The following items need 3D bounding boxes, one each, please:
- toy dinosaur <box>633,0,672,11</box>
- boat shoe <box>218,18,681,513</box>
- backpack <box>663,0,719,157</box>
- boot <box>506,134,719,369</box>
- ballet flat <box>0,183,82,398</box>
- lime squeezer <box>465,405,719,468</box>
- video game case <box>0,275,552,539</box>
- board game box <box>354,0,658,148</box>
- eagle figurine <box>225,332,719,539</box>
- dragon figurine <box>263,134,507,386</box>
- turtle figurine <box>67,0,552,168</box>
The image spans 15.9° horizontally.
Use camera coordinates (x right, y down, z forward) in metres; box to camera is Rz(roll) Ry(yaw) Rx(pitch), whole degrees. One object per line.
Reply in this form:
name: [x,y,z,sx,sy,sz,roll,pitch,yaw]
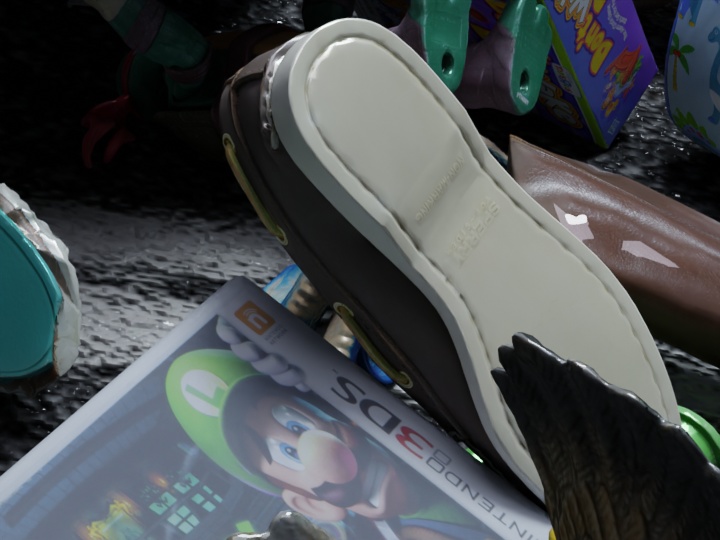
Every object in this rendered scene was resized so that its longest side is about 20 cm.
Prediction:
toy dinosaur: [0.134,-0.148,1.228,0.135,0.086,0.200,5,12,-36]
boat shoe: [0.030,0.009,0.824,0.072,0.200,0.059,-49,19,-30]
backpack: [0.242,-0.105,1.088,0.199,0.184,0.147,-11,36,-28]
boot: [0.128,0.024,0.895,0.200,0.064,0.186,29,13,-1]
ballet flat: [-0.166,-0.019,0.891,0.200,0.072,0.072,26,32,21]
lime squeezer: [0.093,0.068,0.874,0.199,0.038,0.071,9,30,-9]
video game case: [-0.013,0.099,0.739,0.182,0.023,0.200,37,34,7]
board game box: [0.040,-0.136,1.068,0.134,0.045,0.200,28,-12,25]
eagle figurine: [0.068,0.112,0.648,0.151,0.152,0.200,16,-6,46]
dragon figurine: [0.000,0.000,0.920,0.059,0.100,0.200,27,18,5]
turtle figurine: [-0.035,-0.089,1.017,0.199,0.101,0.150,5,18,31]
